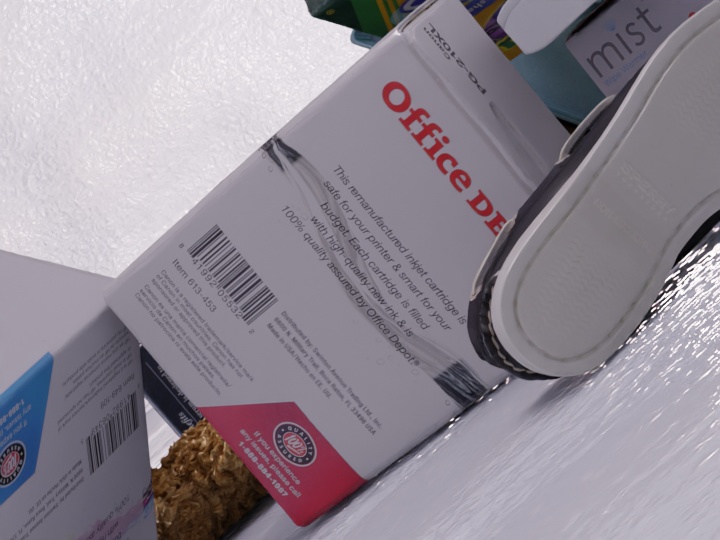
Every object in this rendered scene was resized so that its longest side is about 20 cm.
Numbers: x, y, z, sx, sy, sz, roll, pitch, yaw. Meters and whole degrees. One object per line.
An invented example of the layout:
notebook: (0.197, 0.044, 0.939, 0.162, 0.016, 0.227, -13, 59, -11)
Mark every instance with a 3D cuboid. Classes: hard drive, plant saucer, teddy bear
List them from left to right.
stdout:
teddy bear: (-0.080, 0.105, 1.169, 0.200, 0.067, 0.145, -42, 1, -16)
plant saucer: (0.091, -0.128, 1.155, 0.019, 0.199, 0.070, 26, -93, -63)
hard drive: (0.119, -0.151, 0.901, 0.132, 0.027, 0.200, -43, 1, 11)

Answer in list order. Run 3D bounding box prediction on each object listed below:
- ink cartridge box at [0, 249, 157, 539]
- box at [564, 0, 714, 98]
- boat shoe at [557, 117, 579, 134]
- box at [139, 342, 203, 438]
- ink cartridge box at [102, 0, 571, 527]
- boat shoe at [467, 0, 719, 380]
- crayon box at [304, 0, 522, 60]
ink cartridge box: (-0.195, 0.111, 0.986, 0.147, 0.145, 0.202, -45, -39, -50)
box: (0.215, -0.159, 0.943, 0.200, 0.097, 0.177, -38, 6, 39)
boat shoe: (0.091, -0.060, 1.174, 0.200, 0.071, 0.073, -140, 57, -60)
box: (-0.049, 0.029, 1.407, 0.200, 0.107, 0.148, -41, 3, 7)
ink cartridge box: (0.007, -0.004, 0.927, 0.200, 0.145, 0.084, -39, 4, 28)
boat shoe: (0.115, -0.037, 0.801, 0.200, 0.074, 0.060, -51, 11, -14)
crayon box: (0.070, -0.163, 1.039, 0.125, 0.052, 0.199, -35, -22, 28)
